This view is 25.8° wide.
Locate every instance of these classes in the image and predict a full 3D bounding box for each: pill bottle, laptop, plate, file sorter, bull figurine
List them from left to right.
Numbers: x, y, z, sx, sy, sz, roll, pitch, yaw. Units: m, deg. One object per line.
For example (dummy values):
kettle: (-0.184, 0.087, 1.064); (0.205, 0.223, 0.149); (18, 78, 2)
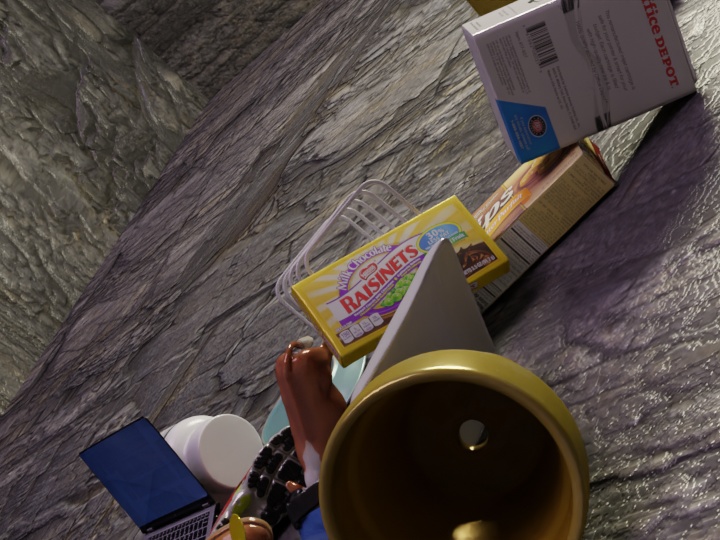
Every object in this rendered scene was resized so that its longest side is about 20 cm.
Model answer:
laptop: (-0.259, 0.301, 1.832); (0.187, 0.115, 0.201); (-31, 45, 51)
pill bottle: (-0.204, 0.243, 1.912); (0.200, 0.119, 0.120); (-29, 26, 51)
plate: (-0.067, 0.162, 1.895); (0.200, 0.026, 0.200); (-46, 15, 16)
bull figurine: (-0.038, 0.157, 1.622); (0.065, 0.201, 0.121); (2, 26, 25)
file sorter: (0.000, 0.000, 1.702); (0.139, 0.124, 0.200); (-51, 3, -15)
plate: (0.056, 0.105, 1.392); (0.032, 0.200, 0.201); (6, 51, 32)

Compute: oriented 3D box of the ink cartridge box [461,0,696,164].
ink cartridge box: (0.224, -0.220, 1.616); (0.199, 0.147, 0.084); (-22, 17, 2)

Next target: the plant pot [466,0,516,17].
plant pot: (0.264, -0.401, 1.989); (0.199, 0.196, 0.195); (-21, 31, 43)

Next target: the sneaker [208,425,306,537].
sneaker: (-0.107, 0.241, 1.738); (0.200, 0.077, 0.085); (-50, 10, 0)

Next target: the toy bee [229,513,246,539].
toy bee: (-0.128, 0.303, 1.528); (0.109, 0.199, 0.132); (115, 161, -76)

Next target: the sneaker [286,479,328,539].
sneaker: (-0.028, 0.247, 1.365); (0.111, 0.076, 0.201); (55, 131, 35)

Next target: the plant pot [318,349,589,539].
plant pot: (0.082, 0.150, 1.236); (0.201, 0.201, 0.189); (-46, 0, 15)

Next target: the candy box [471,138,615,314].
candy box: (0.175, -0.058, 1.670); (0.200, 0.055, 0.116); (-46, 15, 17)

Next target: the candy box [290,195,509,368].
candy box: (0.040, 0.009, 1.575); (0.199, 0.102, 0.026); (-30, -34, -14)

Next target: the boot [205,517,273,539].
boot: (-0.147, 0.359, 1.601); (0.200, 0.074, 0.155); (-52, 20, 5)
